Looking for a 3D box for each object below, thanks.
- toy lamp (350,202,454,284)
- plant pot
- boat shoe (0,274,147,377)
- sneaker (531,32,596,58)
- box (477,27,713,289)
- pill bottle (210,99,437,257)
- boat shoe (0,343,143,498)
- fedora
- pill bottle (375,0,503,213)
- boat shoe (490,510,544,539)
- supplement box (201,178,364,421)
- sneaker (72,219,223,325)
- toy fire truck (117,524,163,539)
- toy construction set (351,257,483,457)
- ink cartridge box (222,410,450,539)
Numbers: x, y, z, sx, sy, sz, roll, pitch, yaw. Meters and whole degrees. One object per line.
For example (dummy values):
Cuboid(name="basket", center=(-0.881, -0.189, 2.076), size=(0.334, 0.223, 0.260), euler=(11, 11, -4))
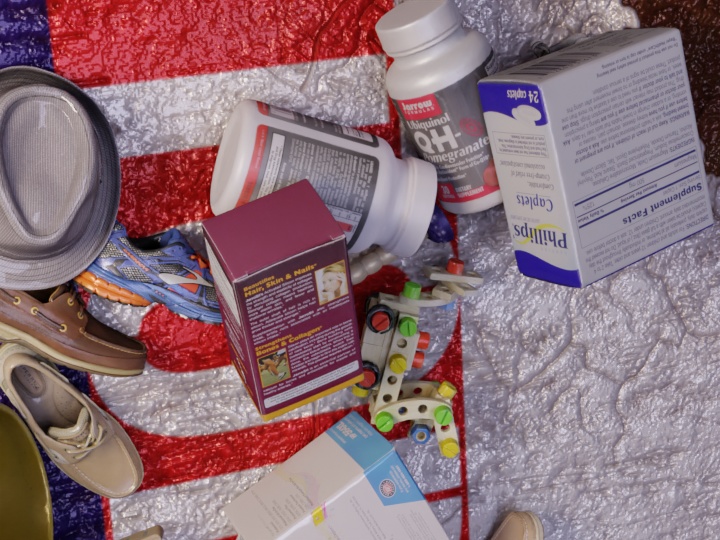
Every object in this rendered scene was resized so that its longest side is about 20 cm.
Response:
Cuboid(name="toy lamp", center=(0.000, 0.000, 1.565), size=(0.199, 0.058, 0.059), euler=(-34, 114, -9))
Cuboid(name="plant pot", center=(-0.386, 0.230, 1.421), size=(0.140, 0.200, 0.202), euler=(-9, 110, 12))
Cuboid(name="boat shoe", center=(-0.285, 0.044, 1.458), size=(0.198, 0.072, 0.068), euler=(23, 97, -22))
Cuboid(name="sneaker", center=(0.255, -0.181, 1.604), size=(0.198, 0.075, 0.115), euler=(4, 105, -19))
Cuboid(name="box", center=(0.227, -0.111, 1.496), size=(0.183, 0.105, 0.202), euler=(-23, 108, -29))
Cuboid(name="pill bottle", center=(-0.034, -0.082, 1.485), size=(0.198, 0.116, 0.117), euler=(15, 99, -16))
Cuboid(name="boat shoe", center=(-0.277, 0.151, 1.493), size=(0.072, 0.065, 0.201), euler=(-39, 114, -7))
Cuboid(name="fedora", center=(-0.290, -0.084, 1.386), size=(0.175, 0.090, 0.203), euler=(9, 84, -23))
Cuboid(name="pill bottle", center=(0.091, -0.166, 1.526), size=(0.110, 0.111, 0.201), euler=(-31, 113, -10))
Cuboid(name="boat shoe", center=(0.135, 0.352, 1.703), size=(0.069, 0.074, 0.202), euler=(19, 97, -30))
Cuboid(name="supplement box", center=(-0.069, 0.030, 1.432), size=(0.109, 0.086, 0.201), euler=(-22, 138, -14))
Cuboid(name="sneaker", center=(-0.171, 0.002, 1.492), size=(0.198, 0.075, 0.079), euler=(13, 96, -25))
Cuboid(name="toy fire truck", center=(-0.271, 0.334, 1.484), size=(0.128, 0.176, 0.202), euler=(21, 95, -24))
Cuboid(name="toy construction set", center=(0.059, 0.084, 1.591), size=(0.129, 0.092, 0.203), euler=(12, 95, -7))
Cuboid(name="ink cartridge box", center=(-0.037, 0.265, 1.584), size=(0.199, 0.125, 0.129), euler=(-35, 113, -9))
